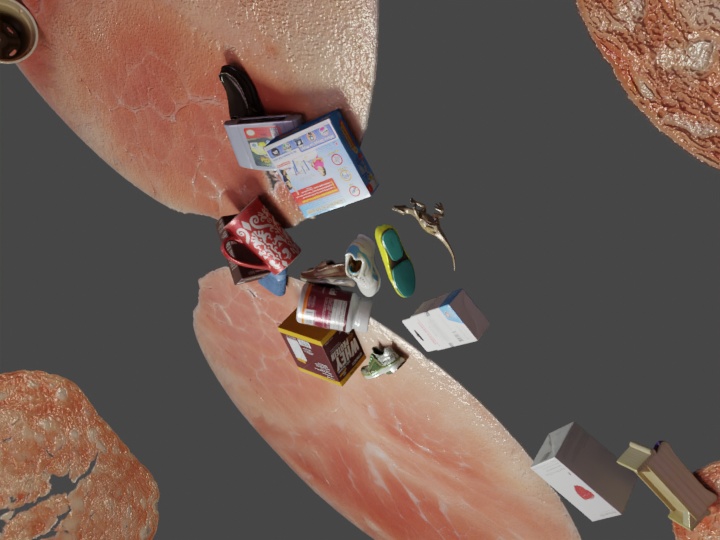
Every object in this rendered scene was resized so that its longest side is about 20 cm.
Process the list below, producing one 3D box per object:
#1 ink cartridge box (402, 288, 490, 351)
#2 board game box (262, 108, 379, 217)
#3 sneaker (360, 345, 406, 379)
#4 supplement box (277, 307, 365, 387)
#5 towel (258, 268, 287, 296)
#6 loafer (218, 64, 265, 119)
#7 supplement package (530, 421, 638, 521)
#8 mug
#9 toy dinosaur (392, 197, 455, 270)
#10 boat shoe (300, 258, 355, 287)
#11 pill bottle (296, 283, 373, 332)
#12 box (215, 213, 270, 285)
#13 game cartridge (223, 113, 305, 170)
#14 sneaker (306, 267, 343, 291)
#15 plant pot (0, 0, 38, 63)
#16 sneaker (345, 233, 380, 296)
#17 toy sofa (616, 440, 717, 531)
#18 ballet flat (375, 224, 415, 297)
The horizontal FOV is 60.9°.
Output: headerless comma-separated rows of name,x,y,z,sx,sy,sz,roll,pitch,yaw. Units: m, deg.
ink cartridge box,0.207,0.127,1.519,0.116,0.067,0.200,50,147,-10
board game box,-0.089,-0.237,1.396,0.199,0.056,0.196,-14,118,34
sneaker,0.057,0.269,1.864,0.200,0.077,0.089,-27,92,51
supplement box,-0.121,0.231,1.946,0.197,0.133,0.201,12,136,40
towel,-0.275,-0.007,1.928,0.111,0.049,0.200,35,146,17
loafer,-0.285,-0.394,1.475,0.073,0.071,0.200,3,129,47
supplement package,0.548,0.495,1.506,0.200,0.120,0.121,40,147,7
mug,-0.291,-0.081,1.763,0.200,0.177,0.133,47,-175,-12
toy dinosaur,0.158,-0.100,1.346,0.200,0.058,0.101,44,164,15
boat shoe,-0.088,0.006,1.717,0.199,0.072,0.076,1,170,39
pill bottle,-0.070,0.108,1.711,0.199,0.115,0.114,11,142,2
box,-0.350,-0.067,1.824,0.075,0.100,0.201,-28,80,55
game cartridge,-0.217,-0.304,1.468,0.199,0.041,0.133,0,136,18
sneaker,-0.096,0.077,1.796,0.200,0.076,0.070,42,148,4
plant pot,-1.147,-0.752,1.953,0.183,0.200,0.201,14,138,56
sneaker,0.000,0.000,1.597,0.076,0.081,0.201,21,142,30
toy sofa,0.688,0.471,1.376,0.200,0.098,0.083,46,173,-3
ballet flat,0.083,-0.028,1.500,0.067,0.067,0.201,34,150,57
